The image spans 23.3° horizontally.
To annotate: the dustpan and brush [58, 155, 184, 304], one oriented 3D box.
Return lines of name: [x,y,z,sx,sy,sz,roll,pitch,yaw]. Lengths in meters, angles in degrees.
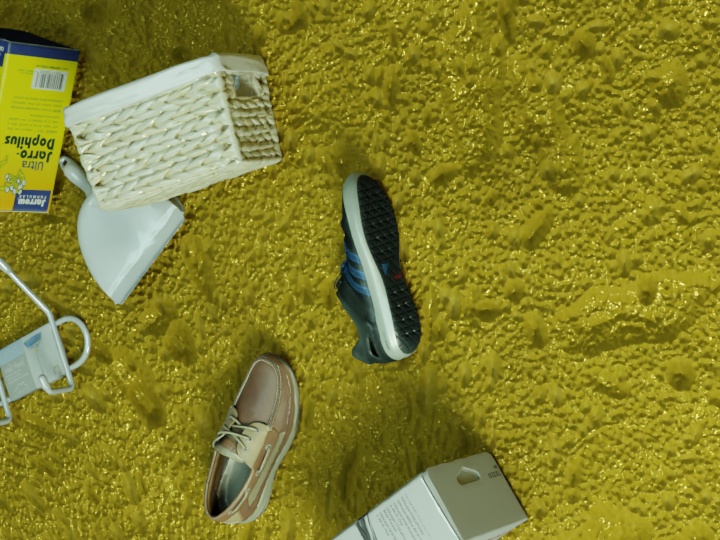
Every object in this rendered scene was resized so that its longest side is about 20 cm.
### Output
dustpan and brush: [-0.296,-0.071,2.034,0.200,0.057,0.140,42,102,17]

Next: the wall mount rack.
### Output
wall mount rack: [-0.424,0.086,2.105,0.199,0.074,0.175,-27,78,30]

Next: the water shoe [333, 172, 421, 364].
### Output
water shoe: [0.000,0.000,1.826,0.079,0.071,0.201,-18,82,34]

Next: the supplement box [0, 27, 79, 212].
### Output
supplement box: [-0.422,-0.179,2.063,0.109,0.109,0.201,21,104,38]

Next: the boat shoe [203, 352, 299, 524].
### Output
boat shoe: [-0.122,0.189,1.914,0.075,0.072,0.201,20,103,31]

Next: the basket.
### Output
basket: [-0.199,-0.148,1.898,0.199,0.135,0.124,-16,90,21]

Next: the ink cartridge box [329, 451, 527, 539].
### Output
ink cartridge box: [0.048,0.277,1.764,0.200,0.145,0.084,-40,72,28]
